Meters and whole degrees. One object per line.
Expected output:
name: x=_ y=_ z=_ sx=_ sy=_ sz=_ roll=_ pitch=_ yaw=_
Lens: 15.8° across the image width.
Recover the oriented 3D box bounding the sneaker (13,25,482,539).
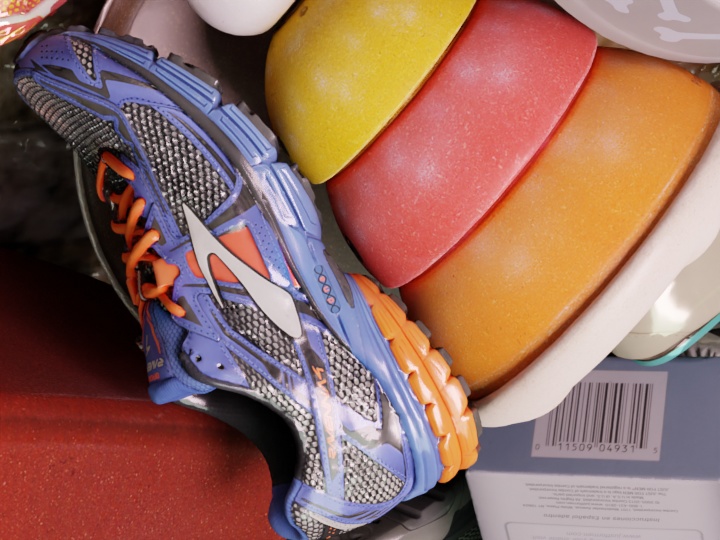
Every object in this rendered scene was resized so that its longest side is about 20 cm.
sneaker: x=-0.046 y=0.005 z=0.836 sx=0.078 sy=0.200 sz=0.075 roll=-41 pitch=-178 yaw=-17

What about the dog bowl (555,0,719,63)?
dog bowl: x=0.130 y=-0.163 z=0.819 sx=0.199 sy=0.059 sz=0.201 roll=-4 pitch=98 yaw=-29

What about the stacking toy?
stacking toy: x=0.018 y=-0.058 z=0.867 sx=0.200 sy=0.146 sz=0.146 roll=40 pitch=117 yaw=-7

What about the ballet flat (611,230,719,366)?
ballet flat: x=0.161 y=-0.041 z=0.987 sx=0.200 sy=0.069 sz=0.070 roll=-37 pitch=147 yaw=-23

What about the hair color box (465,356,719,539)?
hair color box: x=0.108 y=0.115 z=1.045 sx=0.099 sy=0.061 sz=0.200 roll=1 pitch=142 yaw=14

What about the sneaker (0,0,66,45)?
sneaker: x=-0.100 y=-0.134 z=0.832 sx=0.200 sy=0.073 sz=0.077 roll=-37 pitch=119 yaw=8

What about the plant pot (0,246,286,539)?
plant pot: x=-0.137 y=0.094 z=0.929 sx=0.176 sy=0.200 sz=0.200 roll=-1 pitch=113 yaw=-38

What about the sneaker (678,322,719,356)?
sneaker: x=0.162 y=0.045 z=1.111 sx=0.087 sy=0.076 sz=0.200 roll=-26 pitch=-178 yaw=-13

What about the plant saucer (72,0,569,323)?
plant saucer: x=-0.010 y=-0.053 z=0.921 sx=0.200 sy=0.032 sz=0.201 roll=-5 pitch=103 yaw=-23

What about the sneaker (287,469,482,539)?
sneaker: x=0.029 y=0.107 z=1.096 sx=0.199 sy=0.076 sz=0.115 roll=-33 pitch=136 yaw=-39
